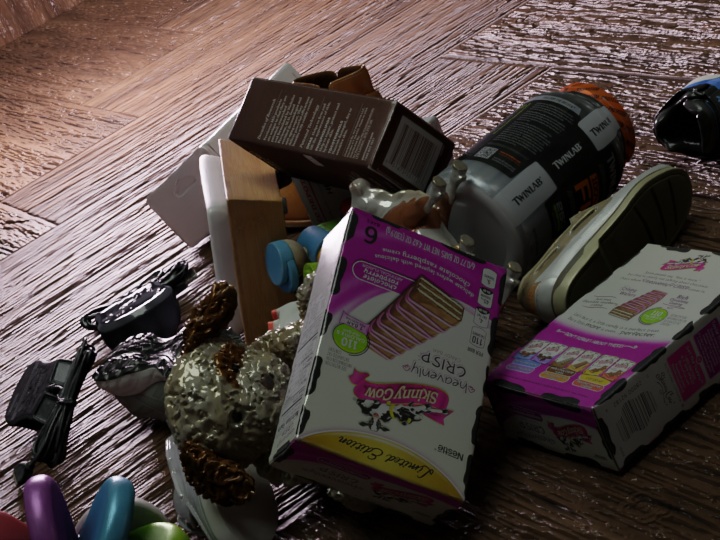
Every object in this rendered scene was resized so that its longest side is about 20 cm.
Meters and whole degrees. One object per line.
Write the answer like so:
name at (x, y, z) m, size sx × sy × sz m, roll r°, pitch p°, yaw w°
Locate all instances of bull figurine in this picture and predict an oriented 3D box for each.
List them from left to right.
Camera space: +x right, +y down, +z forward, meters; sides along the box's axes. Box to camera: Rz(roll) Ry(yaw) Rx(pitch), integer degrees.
bull figurine at (0.061, -0.020, 1.508) m, size 0.065 × 0.201 × 0.122 m, roll -5°, pitch -36°, yaw -39°

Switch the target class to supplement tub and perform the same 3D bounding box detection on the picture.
supplement tub at (0.163, -0.086, 1.601) m, size 0.200 × 0.123 × 0.122 m, roll -40°, pitch 27°, yaw -32°

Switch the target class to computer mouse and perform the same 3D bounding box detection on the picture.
computer mouse at (-0.303, 0.149, 1.660) m, size 0.200 × 0.046 × 0.141 m, roll -22°, pitch 45°, yaw 59°
computer mouse at (-0.227, 0.050, 1.806) m, size 0.138 × 0.053 × 0.200 m, roll -29°, pitch 10°, yaw -4°

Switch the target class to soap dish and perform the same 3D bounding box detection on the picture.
soap dish at (-0.113, -0.033, 1.742) m, size 0.081 × 0.158 × 0.200 m, roll -8°, pitch 22°, yaw -4°

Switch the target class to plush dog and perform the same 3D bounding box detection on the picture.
plush dog at (-0.075, 0.103, 1.346) m, size 0.171 × 0.201 × 0.160 m, roll 9°, pitch -27°, yaw -33°

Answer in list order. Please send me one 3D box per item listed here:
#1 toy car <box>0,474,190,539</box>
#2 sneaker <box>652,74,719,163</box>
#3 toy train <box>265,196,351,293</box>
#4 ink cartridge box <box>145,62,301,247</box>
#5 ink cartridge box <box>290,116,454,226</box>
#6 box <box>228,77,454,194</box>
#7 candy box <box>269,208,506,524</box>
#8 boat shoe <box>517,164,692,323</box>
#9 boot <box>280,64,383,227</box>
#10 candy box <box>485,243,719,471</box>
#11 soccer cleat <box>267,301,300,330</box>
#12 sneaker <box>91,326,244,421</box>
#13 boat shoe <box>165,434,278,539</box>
toy car at (-0.228, 0.225, 1.282) m, size 0.199 × 0.151 × 0.175 m, roll -25°, pitch 22°, yaw 1°
sneaker at (0.364, -0.154, 1.597) m, size 0.199 × 0.077 × 0.111 m, roll -8°, pitch 21°, yaw 44°
toy train at (0.000, 0.000, 1.596) m, size 0.115 × 0.085 × 0.200 m, roll -17°, pitch 23°, yaw -24°
ink cartridge box at (-0.143, -0.135, 2.014) m, size 0.146 × 0.083 × 0.200 m, roll -38°, pitch 9°, yaw 44°
ink cartridge box at (0.004, -0.082, 1.762) m, size 0.199 × 0.116 × 0.068 m, roll -6°, pitch 27°, yaw 39°
box at (-0.021, -0.124, 1.645) m, size 0.199 × 0.100 × 0.075 m, roll 17°, pitch 81°, yaw 44°
candy box at (0.024, 0.070, 1.276) m, size 0.061 × 0.136 × 0.201 m, roll 133°, pitch 154°, yaw -56°
boat shoe at (0.211, -0.029, 1.488) m, size 0.068 × 0.075 × 0.200 m, roll 11°, pitch 42°, yaw 46°
boot at (-0.046, -0.138, 1.886) m, size 0.199 × 0.155 × 0.074 m, roll -16°, pitch 24°, yaw 21°
candy box at (0.210, 0.061, 1.310) m, size 0.200 × 0.061 × 0.136 m, roll -37°, pitch 24°, yaw -24°
soccer cleat at (-0.048, 0.082, 1.527) m, size 0.077 × 0.070 × 0.200 m, roll -6°, pitch 27°, yaw 8°
sneaker at (-0.159, 0.099, 1.570) m, size 0.200 × 0.079 × 0.074 m, roll -7°, pitch 37°, yaw 47°
boat shoe at (-0.123, 0.177, 1.395) m, size 0.069 × 0.072 × 0.200 m, roll -53°, pitch 35°, yaw 16°
